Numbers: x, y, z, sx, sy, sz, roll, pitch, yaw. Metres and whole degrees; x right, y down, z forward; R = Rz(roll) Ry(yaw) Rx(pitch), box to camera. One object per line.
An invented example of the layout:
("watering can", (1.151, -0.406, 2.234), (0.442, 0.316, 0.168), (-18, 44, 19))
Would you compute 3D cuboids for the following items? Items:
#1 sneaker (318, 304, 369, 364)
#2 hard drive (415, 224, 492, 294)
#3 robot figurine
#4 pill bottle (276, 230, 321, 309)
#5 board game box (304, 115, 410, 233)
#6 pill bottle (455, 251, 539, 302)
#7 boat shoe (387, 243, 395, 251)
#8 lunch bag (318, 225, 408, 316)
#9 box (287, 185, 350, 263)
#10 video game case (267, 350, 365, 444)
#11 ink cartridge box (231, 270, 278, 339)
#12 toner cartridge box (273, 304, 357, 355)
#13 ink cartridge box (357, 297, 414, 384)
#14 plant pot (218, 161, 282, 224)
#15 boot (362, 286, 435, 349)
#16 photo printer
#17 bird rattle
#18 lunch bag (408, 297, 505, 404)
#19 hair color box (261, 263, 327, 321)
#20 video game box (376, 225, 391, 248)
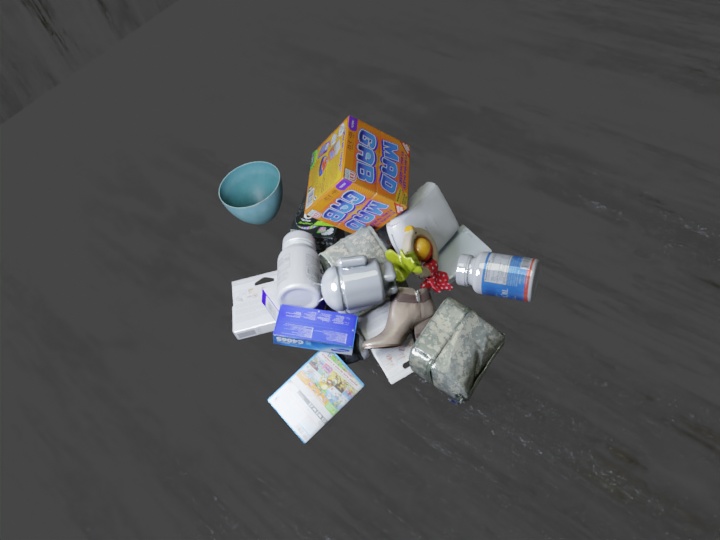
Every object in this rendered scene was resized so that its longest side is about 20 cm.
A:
("sneaker", (-0.068, 0.170, 1.659), (0.113, 0.076, 0.200), (-28, 53, -11))
("hard drive", (0.245, -0.033, 1.768), (0.199, 0.026, 0.132), (-33, 51, -11))
("robot figurine", (-0.011, 0.035, 1.562), (0.198, 0.171, 0.113), (-11, 35, -3))
("pill bottle", (-0.160, -0.001, 1.666), (0.113, 0.115, 0.201), (-11, 49, 7))
("board game box", (-0.007, -0.241, 1.695), (0.199, 0.198, 0.202), (-34, 43, 50))
("pill bottle", (0.352, 0.012, 1.646), (0.198, 0.113, 0.113), (9, 55, 23))
("boat shoe", (0.129, -0.082, 1.806), (0.200, 0.074, 0.075), (-43, 50, -20))
("lunch bag", (0.000, 0.000, 1.687), (0.163, 0.117, 0.201), (-30, 93, -18))
("box", (-0.104, -0.136, 1.884), (0.147, 0.125, 0.201), (7, 53, 19))
("video game case", (-0.108, 0.299, 1.561), (0.200, 0.018, 0.143), (-43, 73, -10))
("ink cartridge box", (-0.261, 0.089, 1.800), (0.198, 0.045, 0.177), (-14, 51, 4))
("toner cartridge box", (-0.111, 0.147, 1.589), (0.198, 0.043, 0.096), (9, 52, 2))
("ink cartridge box", (0.097, 0.174, 1.644), (0.160, 0.050, 0.201), (-28, 69, -8))
("plant pot", (-0.328, -0.224, 2.011), (0.198, 0.135, 0.202), (-7, 51, 9))
("boot", (0.093, 0.115, 1.588), (0.198, 0.070, 0.148), (-4, 85, -18))
("photo printer", (0.165, -0.115, 1.735), (0.200, 0.167, 0.069), (-46, 29, -24))
("bird rattle", (0.162, -0.029, 1.643), (0.112, 0.199, 0.165), (-18, 60, 51))
("lunch bag", (0.229, 0.194, 1.516), (0.167, 0.140, 0.200), (29, 67, 25))
("hair color box", (-0.155, 0.067, 1.727), (0.199, 0.065, 0.109), (-24, 58, -28))
("video game box", (0.033, -0.183, 1.858), (0.047, 0.182, 0.201), (-28, 33, 48))
